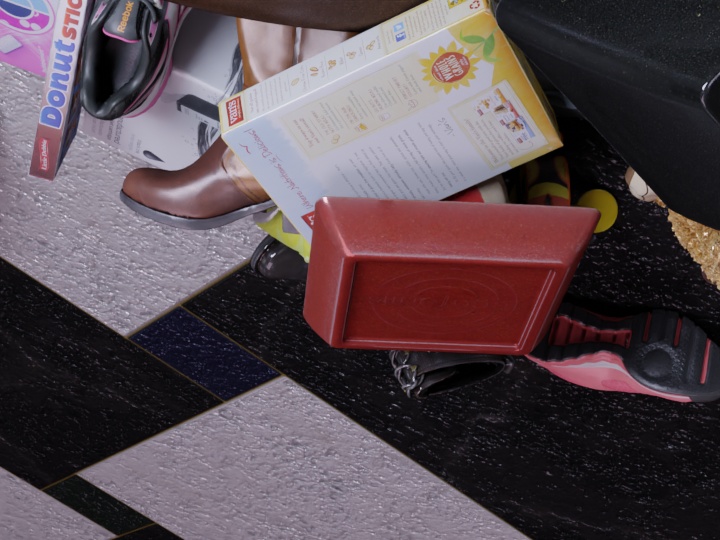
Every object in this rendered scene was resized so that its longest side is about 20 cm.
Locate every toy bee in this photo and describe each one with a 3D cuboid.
[{"bbox_3d":[0.150,-0.054,1.196,0.130,0.110,0.200,2,173,-25],"label":"toy bee"}]

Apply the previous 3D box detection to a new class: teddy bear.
[{"bbox_3d":[0.252,-0.026,1.066,0.067,0.145,0.201,-35,86,15],"label":"teddy bear"}]

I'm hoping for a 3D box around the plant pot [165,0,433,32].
[{"bbox_3d":[-0.037,-0.235,0.969,0.199,0.189,0.186,19,155,-29],"label":"plant pot"}]

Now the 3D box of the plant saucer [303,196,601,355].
[{"bbox_3d":[0.060,0.013,1.092,0.197,0.037,0.200,3,154,-4],"label":"plant saucer"}]

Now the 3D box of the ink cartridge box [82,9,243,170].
[{"bbox_3d":[-0.119,-0.140,1.238,0.198,0.084,0.145,24,149,-2],"label":"ink cartridge box"}]

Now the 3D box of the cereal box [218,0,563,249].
[{"bbox_3d":[0.022,-0.100,1.019,0.198,0.040,0.144,-22,138,14],"label":"cereal box"}]

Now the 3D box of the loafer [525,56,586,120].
[{"bbox_3d":[0.141,-0.146,1.086,0.199,0.064,0.072,18,179,38],"label":"loafer"}]

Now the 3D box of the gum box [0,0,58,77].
[{"bbox_3d":[-0.270,-0.240,1.203,0.112,0.067,0.201,19,150,5],"label":"gum box"}]

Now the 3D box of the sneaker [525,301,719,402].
[{"bbox_3d":[0.244,0.077,1.363,0.198,0.074,0.087,13,162,25],"label":"sneaker"}]

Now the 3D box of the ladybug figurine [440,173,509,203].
[{"bbox_3d":[0.047,-0.072,1.147,0.200,0.071,0.137,49,152,49],"label":"ladybug figurine"}]

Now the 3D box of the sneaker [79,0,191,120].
[{"bbox_3d":[-0.158,-0.197,1.097,0.079,0.086,0.202,15,111,2],"label":"sneaker"}]

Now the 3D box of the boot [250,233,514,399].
[{"bbox_3d":[0.020,0.031,1.268,0.198,0.175,0.070,-6,144,-24],"label":"boot"}]

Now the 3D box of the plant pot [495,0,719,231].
[{"bbox_3d":[0.232,-0.130,0.835,0.199,0.200,0.178,41,-174,-28],"label":"plant pot"}]

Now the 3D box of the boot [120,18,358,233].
[{"bbox_3d":[-0.090,-0.132,1.116,0.186,0.068,0.202,5,106,15],"label":"boot"}]

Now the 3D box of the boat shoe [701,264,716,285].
[{"bbox_3d":[0.352,-0.019,1.118,0.199,0.071,0.070,-6,138,39],"label":"boat shoe"}]

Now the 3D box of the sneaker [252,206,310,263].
[{"bbox_3d":[0.000,0.000,1.206,0.198,0.077,0.075,25,-176,5],"label":"sneaker"}]

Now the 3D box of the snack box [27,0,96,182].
[{"bbox_3d":[-0.222,-0.169,1.152,0.024,0.072,0.201,16,127,-5],"label":"snack box"}]
